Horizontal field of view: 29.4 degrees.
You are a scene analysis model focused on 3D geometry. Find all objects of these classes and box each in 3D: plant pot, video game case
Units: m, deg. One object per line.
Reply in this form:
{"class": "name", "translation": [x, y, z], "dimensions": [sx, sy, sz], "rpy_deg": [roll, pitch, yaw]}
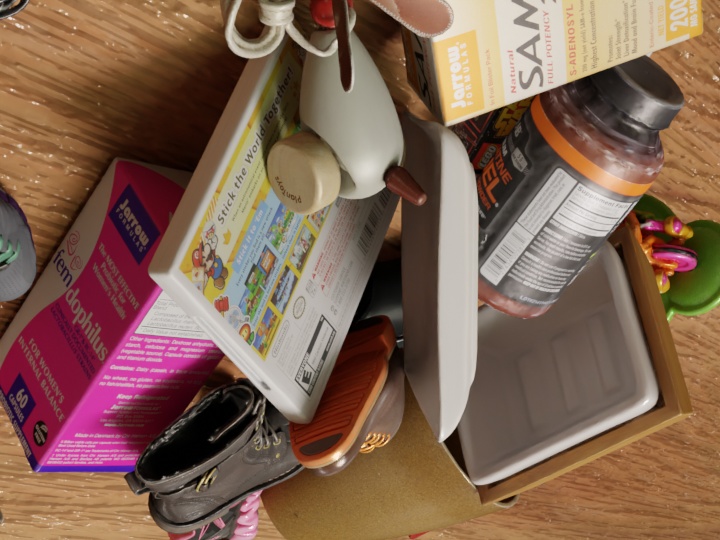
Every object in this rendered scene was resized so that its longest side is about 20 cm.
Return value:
{"class": "plant pot", "translation": [0.011, 0.162, 1.219], "dimensions": [0.198, 0.188, 0.186], "rpy_deg": [-29, 151, 21]}
{"class": "video game case", "translation": [-0.046, -0.031, 0.900], "dimensions": [0.182, 0.023, 0.202], "rpy_deg": [52, 52, -45]}

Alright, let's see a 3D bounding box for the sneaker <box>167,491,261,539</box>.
{"class": "sneaker", "translation": [-0.133, 0.177, 1.182], "dimensions": [0.094, 0.080, 0.202], "rpy_deg": [-9, 138, -18]}

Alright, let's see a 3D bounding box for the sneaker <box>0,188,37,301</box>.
{"class": "sneaker", "translation": [-0.240, -0.021, 0.811], "dimensions": [0.074, 0.088, 0.201], "rpy_deg": [-32, 147, -6]}

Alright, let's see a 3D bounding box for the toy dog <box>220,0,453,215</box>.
{"class": "toy dog", "translation": [0.004, -0.115, 0.825], "dimensions": [0.132, 0.096, 0.201], "rpy_deg": [-47, 145, -27]}

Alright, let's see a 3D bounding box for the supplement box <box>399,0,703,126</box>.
{"class": "supplement box", "translation": [0.123, -0.193, 0.903], "dimensions": [0.198, 0.074, 0.127], "rpy_deg": [-21, 129, -10]}

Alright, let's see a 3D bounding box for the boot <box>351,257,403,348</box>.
{"class": "boot", "translation": [0.000, -0.001, 1.078], "dimensions": [0.196, 0.074, 0.163], "rpy_deg": [-23, 146, -12]}

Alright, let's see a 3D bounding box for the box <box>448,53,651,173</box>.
{"class": "box", "translation": [0.158, -0.162, 1.052], "dimensions": [0.136, 0.040, 0.201], "rpy_deg": [-2, 133, -41]}

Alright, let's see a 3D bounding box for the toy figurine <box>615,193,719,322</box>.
{"class": "toy figurine", "translation": [0.184, -0.020, 1.153], "dimensions": [0.183, 0.199, 0.152], "rpy_deg": [19, 75, -39]}

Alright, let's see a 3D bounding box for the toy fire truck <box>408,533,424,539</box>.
{"class": "toy fire truck", "translation": [0.018, 0.228, 1.397], "dimensions": [0.198, 0.049, 0.142], "rpy_deg": [-10, 139, -35]}

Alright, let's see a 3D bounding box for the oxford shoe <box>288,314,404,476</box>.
{"class": "oxford shoe", "translation": [0.003, 0.101, 0.982], "dimensions": [0.070, 0.074, 0.200], "rpy_deg": [-19, -164, 20]}

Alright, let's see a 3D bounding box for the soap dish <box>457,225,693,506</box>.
{"class": "soap dish", "translation": [0.164, 0.081, 1.095], "dimensions": [0.081, 0.159, 0.199], "rpy_deg": [17, 142, -43]}

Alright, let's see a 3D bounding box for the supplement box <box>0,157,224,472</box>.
{"class": "supplement box", "translation": [-0.159, 0.035, 0.944], "dimensions": [0.103, 0.102, 0.201], "rpy_deg": [10, 125, -49]}

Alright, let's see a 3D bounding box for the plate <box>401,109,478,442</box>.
{"class": "plate", "translation": [0.054, -0.005, 0.947], "dimensions": [0.032, 0.200, 0.203], "rpy_deg": [-2, 100, -5]}

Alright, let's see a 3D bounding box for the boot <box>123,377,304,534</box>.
{"class": "boot", "translation": [-0.081, 0.116, 0.991], "dimensions": [0.199, 0.069, 0.175], "rpy_deg": [-38, 167, -20]}

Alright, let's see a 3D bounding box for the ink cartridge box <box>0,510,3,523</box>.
{"class": "ink cartridge box", "translation": [-0.316, 0.086, 0.770], "dimensions": [0.164, 0.201, 0.075], "rpy_deg": [13, 124, -49]}

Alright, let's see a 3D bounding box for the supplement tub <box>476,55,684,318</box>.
{"class": "supplement tub", "translation": [0.149, -0.068, 1.003], "dimensions": [0.106, 0.107, 0.201], "rpy_deg": [2, 134, -44]}

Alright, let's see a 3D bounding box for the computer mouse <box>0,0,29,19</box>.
{"class": "computer mouse", "translation": [-0.226, -0.199, 0.651], "dimensions": [0.139, 0.046, 0.201], "rpy_deg": [-13, 145, -25]}
